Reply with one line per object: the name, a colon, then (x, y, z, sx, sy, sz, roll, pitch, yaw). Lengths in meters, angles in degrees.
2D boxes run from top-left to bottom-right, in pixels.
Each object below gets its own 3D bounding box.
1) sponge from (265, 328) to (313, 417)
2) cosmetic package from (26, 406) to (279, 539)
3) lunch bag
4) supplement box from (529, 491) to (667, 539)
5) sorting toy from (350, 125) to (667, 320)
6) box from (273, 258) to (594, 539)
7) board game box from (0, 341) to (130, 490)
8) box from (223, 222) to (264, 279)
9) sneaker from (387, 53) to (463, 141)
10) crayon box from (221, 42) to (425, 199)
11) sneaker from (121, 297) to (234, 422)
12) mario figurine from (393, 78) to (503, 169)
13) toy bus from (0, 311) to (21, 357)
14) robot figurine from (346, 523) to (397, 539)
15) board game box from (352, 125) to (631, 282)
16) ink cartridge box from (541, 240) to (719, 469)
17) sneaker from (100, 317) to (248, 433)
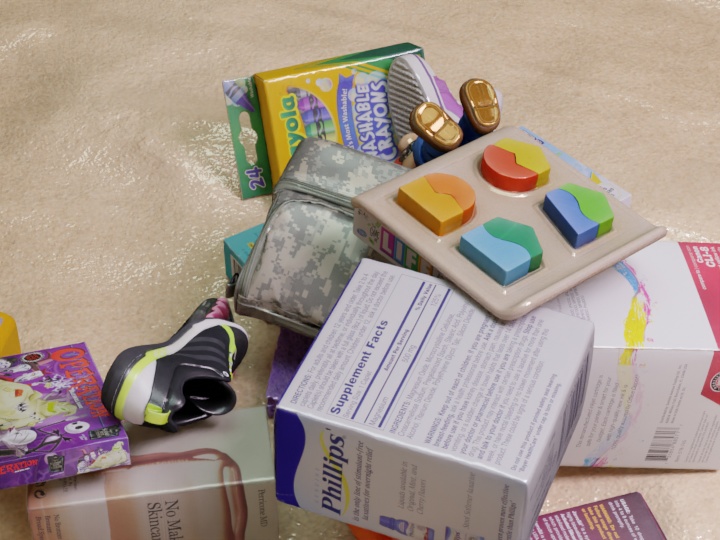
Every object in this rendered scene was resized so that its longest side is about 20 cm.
sponge: (0.020, 0.090, 1.686, 0.199, 0.030, 0.112, 3, 43, 5)
cosmetic package: (-0.168, 0.184, 1.530, 0.199, 0.104, 0.087, -8, 42, -5)
lunch bag: (0.000, 0.000, 1.657, 0.199, 0.140, 0.168, 21, 58, 8)
supplement box: (0.136, 0.256, 1.440, 0.199, 0.111, 0.086, -12, 44, -12)
sorting toy: (0.121, -0.049, 1.521, 0.185, 0.037, 0.200, -26, 47, -34)
box: (0.057, 0.108, 1.437, 0.199, 0.105, 0.184, 16, 43, 14)
board game box: (-0.264, 0.116, 1.523, 0.119, 0.032, 0.200, -6, 21, -17)
box: (-0.026, -0.026, 1.799, 0.199, 0.049, 0.082, -24, 47, -23)
sneaker: (0.107, -0.130, 1.847, 0.114, 0.073, 0.201, -26, 91, -31)
crayon box: (-0.028, -0.145, 1.869, 0.199, 0.126, 0.052, -13, 17, -12)
sneaker: (-0.173, 0.094, 1.660, 0.095, 0.079, 0.200, 3, 40, 21)
mario figurine: (0.062, -0.115, 1.716, 0.123, 0.200, 0.107, 9, 67, -6)
toy bus: (-0.366, 0.121, 1.630, 0.078, 0.065, 0.200, 8, 42, 8)
robot figurine: (0.059, 0.168, 1.536, 0.143, 0.117, 0.200, -20, 46, -24)
board game box: (0.112, -0.047, 1.577, 0.199, 0.034, 0.134, -26, 47, -34)
ink cartridge box: (0.215, 0.070, 1.598, 0.199, 0.146, 0.145, 2, 42, -11)
sneaker: (-0.133, 0.096, 1.524, 0.083, 0.072, 0.200, 26, 22, 19)
